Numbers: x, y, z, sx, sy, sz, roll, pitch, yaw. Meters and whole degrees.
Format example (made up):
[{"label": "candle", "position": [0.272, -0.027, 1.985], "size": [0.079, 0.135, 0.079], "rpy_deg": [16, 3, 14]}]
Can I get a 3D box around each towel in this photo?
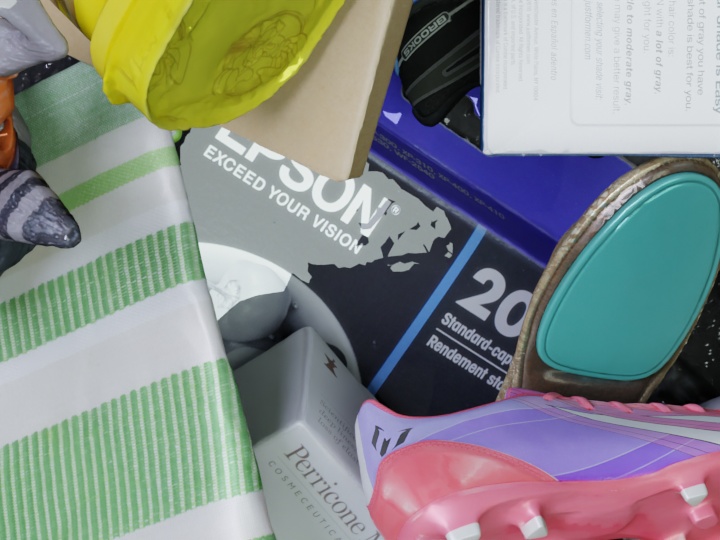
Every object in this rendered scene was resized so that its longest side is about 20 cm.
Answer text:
[{"label": "towel", "position": [-0.111, 0.034, 0.904], "size": [0.152, 0.023, 0.200], "rpy_deg": [-23, 75, 30]}]

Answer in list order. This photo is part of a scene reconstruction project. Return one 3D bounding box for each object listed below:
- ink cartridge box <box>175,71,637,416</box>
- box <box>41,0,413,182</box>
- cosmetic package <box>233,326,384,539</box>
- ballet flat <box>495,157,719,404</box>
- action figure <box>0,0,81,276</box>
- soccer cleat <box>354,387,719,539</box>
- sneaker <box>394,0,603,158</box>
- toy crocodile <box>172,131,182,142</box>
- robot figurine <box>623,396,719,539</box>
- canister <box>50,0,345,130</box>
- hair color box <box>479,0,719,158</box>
[{"label": "ink cartridge box", "position": [0.000, 0.000, 0.993], "size": [0.198, 0.043, 0.200], "rpy_deg": [32, 96, -17]}, {"label": "box", "position": [-0.041, -0.152, 0.827], "size": [0.163, 0.021, 0.200], "rpy_deg": [27, 111, 27]}, {"label": "cosmetic package", "position": [-0.072, 0.120, 0.965], "size": [0.200, 0.074, 0.102], "rpy_deg": [-32, 115, 18]}, {"label": "ballet flat", "position": [0.083, 0.035, 0.958], "size": [0.070, 0.065, 0.200], "rpy_deg": [16, 111, -19]}, {"label": "action figure", "position": [-0.151, -0.005, 0.823], "size": [0.105, 0.193, 0.200], "rpy_deg": [22, 84, -5]}, {"label": "soccer cleat", "position": [0.093, 0.070, 0.908], "size": [0.200, 0.077, 0.067], "rpy_deg": [-6, 141, -26]}, {"label": "sneaker", "position": [0.110, -0.086, 0.960], "size": [0.199, 0.071, 0.083], "rpy_deg": [-1, 92, 6]}, {"label": "toy crocodile", "position": [-0.089, -0.140, 0.920], "size": [0.062, 0.068, 0.200], "rpy_deg": [-3, 101, -11]}, {"label": "robot figurine", "position": [0.197, 0.115, 1.026], "size": [0.200, 0.113, 0.170], "rpy_deg": [13, 136, -15]}, {"label": "canister", "position": [-0.081, -0.165, 0.786], "size": [0.200, 0.087, 0.149], "rpy_deg": [45, 118, 20]}, {"label": "hair color box", "position": [0.143, -0.093, 0.890], "size": [0.200, 0.061, 0.100], "rpy_deg": [0, 98, 3]}]
